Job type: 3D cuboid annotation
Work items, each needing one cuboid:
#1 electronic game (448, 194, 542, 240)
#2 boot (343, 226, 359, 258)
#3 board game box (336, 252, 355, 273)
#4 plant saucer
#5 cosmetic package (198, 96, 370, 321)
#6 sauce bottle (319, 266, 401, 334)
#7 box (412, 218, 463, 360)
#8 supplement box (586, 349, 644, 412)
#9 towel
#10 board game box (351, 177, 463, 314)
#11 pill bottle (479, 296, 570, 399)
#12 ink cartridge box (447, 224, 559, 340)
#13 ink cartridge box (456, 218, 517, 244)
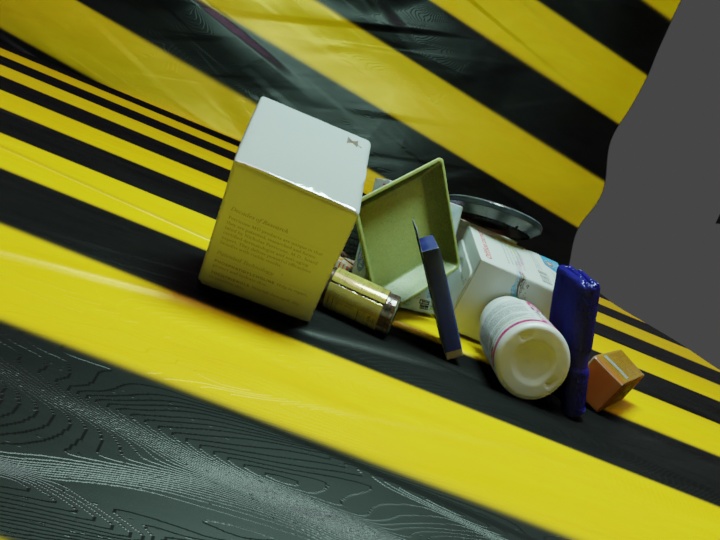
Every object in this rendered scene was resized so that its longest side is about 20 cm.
[{"bbox_3d":[0.250,-0.103,1.346,0.195,0.043,0.200,18,-3,1],"label":"electronic game"},{"bbox_3d":[-0.001,-0.055,1.327,0.197,0.070,0.129,13,2,-41],"label":"boot"},{"bbox_3d":[0.000,0.000,1.307,0.197,0.047,0.151,13,15,-41],"label":"board game box"},{"bbox_3d":[0.068,-0.058,1.159,0.198,0.204,0.047,-30,29,-32],"label":"plant saucer"},{"bbox_3d":[-0.099,-0.080,0.940,0.163,0.202,0.169,20,39,-9],"label":"cosmetic package"},{"bbox_3d":[-0.036,0.027,1.058,0.196,0.066,0.065,26,11,8],"label":"sauce bottle"},{"bbox_3d":[0.118,0.022,1.094,0.032,0.205,0.121,-14,11,4],"label":"box"},{"bbox_3d":[0.424,0.184,1.202,0.069,0.067,0.198,46,21,23],"label":"supplement box"},{"bbox_3d":[0.326,0.103,1.076,0.048,0.206,0.148,3,12,-2],"label":"towel"},{"bbox_3d":[0.081,-0.038,1.236,0.197,0.204,0.043,13,4,-42],"label":"board game box"},{"bbox_3d":[0.246,0.110,1.099,0.111,0.116,0.200,21,11,-5],"label":"pill bottle"},{"bbox_3d":[0.257,0.041,1.279,0.196,0.148,0.148,22,25,-11],"label":"ink cartridge box"},{"bbox_3d":[0.200,-0.024,1.442,0.157,0.202,0.048,19,38,-18],"label":"ink cartridge box"}]
